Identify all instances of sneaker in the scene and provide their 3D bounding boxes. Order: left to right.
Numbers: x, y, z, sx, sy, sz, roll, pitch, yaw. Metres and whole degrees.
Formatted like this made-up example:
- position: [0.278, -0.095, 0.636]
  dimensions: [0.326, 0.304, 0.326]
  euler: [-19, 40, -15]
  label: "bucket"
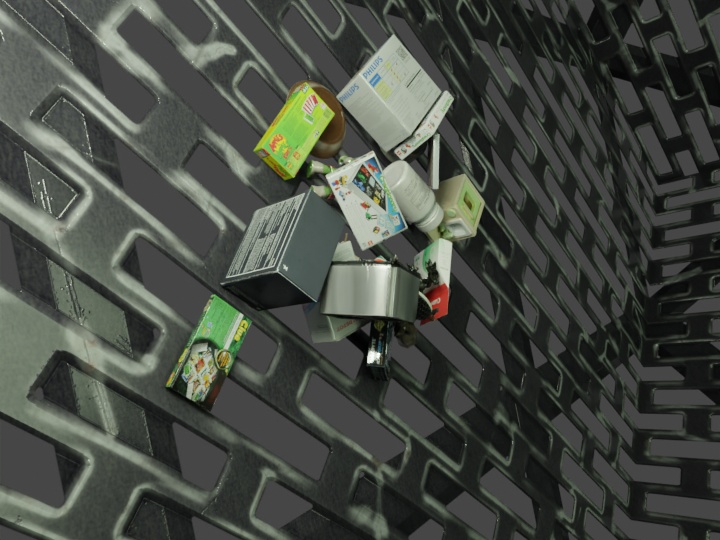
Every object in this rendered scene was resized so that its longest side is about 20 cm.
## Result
- position: [0.106, 0.036, 1.437]
  dimensions: [0.199, 0.070, 0.094]
  euler: [37, 34, -13]
  label: "sneaker"

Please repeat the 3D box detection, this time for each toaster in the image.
- position: [0.020, 0.042, 1.218]
  dimensions: [0.200, 0.178, 0.121]
  euler: [24, 68, -66]
  label: "toaster"

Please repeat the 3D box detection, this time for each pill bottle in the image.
- position: [0.143, -0.201, 1.608]
  dimensions: [0.200, 0.113, 0.116]
  euler: [41, 55, -33]
  label: "pill bottle"

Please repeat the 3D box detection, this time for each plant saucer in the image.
- position: [-0.100, -0.385, 1.447]
  dimensions: [0.198, 0.036, 0.204]
  euler: [13, 72, -44]
  label: "plant saucer"

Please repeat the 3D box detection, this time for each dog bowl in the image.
- position: [0.123, -0.409, 1.671]
  dimensions: [0.198, 0.058, 0.204]
  euler: [12, 74, -44]
  label: "dog bowl"

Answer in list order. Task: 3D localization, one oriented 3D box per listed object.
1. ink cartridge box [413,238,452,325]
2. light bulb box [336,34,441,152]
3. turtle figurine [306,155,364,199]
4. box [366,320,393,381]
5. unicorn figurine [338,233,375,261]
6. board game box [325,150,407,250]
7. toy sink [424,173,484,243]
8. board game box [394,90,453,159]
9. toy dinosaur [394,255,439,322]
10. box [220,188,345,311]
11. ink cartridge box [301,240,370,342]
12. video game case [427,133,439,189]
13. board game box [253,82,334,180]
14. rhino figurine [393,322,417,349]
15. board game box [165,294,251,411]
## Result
- position: [0.189, 0.034, 1.575]
  dimensions: [0.049, 0.161, 0.204]
  euler: [16, 69, -16]
  label: "ink cartridge box"
- position: [0.077, -0.466, 1.521]
  dimensions: [0.200, 0.124, 0.199]
  euler: [44, 58, -16]
  label: "light bulb box"
- position: [-0.045, -0.208, 1.441]
  dimensions: [0.191, 0.200, 0.147]
  euler: [1, 110, -23]
  label: "turtle figurine"
- position: [0.051, 0.173, 1.403]
  dimensions: [0.200, 0.045, 0.162]
  euler: [74, 21, -70]
  label: "box"
- position: [0.000, 0.000, 1.457]
  dimensions: [0.199, 0.073, 0.140]
  euler: [12, 63, -59]
  label: "unicorn figurine"
- position: [0.017, -0.161, 1.357]
  dimensions: [0.035, 0.125, 0.202]
  euler: [-107, 171, -65]
  label: "board game box"
- position: [0.288, -0.170, 1.757]
  dimensions: [0.130, 0.111, 0.202]
  euler: [46, 52, -29]
  label: "toy sink"
- position: [0.174, -0.397, 1.566]
  dimensions: [0.035, 0.126, 0.201]
  euler: [42, 47, -14]
  label: "board game box"
- position: [0.144, 0.041, 1.525]
  dimensions: [0.200, 0.136, 0.102]
  euler: [43, 45, 10]
  label: "toy dinosaur"
- position: [-0.158, -0.036, 1.195]
  dimensions: [0.123, 0.196, 0.203]
  euler: [39, 56, -33]
  label: "box"
- position: [-0.067, 0.051, 1.354]
  dimensions: [0.144, 0.087, 0.203]
  euler: [-24, 98, -45]
  label: "ink cartridge box"
- position: [0.203, -0.305, 1.617]
  dimensions: [0.200, 0.017, 0.146]
  euler: [-79, 168, -80]
  label: "video game case"
- position: [-0.152, -0.323, 1.339]
  dimensions: [0.101, 0.047, 0.202]
  euler: [41, 66, -28]
  label: "board game box"
- position: [0.115, 0.151, 1.494]
  dimensions: [0.200, 0.059, 0.089]
  euler: [57, 32, -71]
  label: "rhino figurine"
- position: [-0.295, 0.161, 1.137]
  dimensions: [0.105, 0.023, 0.202]
  euler: [41, 55, -31]
  label: "board game box"
